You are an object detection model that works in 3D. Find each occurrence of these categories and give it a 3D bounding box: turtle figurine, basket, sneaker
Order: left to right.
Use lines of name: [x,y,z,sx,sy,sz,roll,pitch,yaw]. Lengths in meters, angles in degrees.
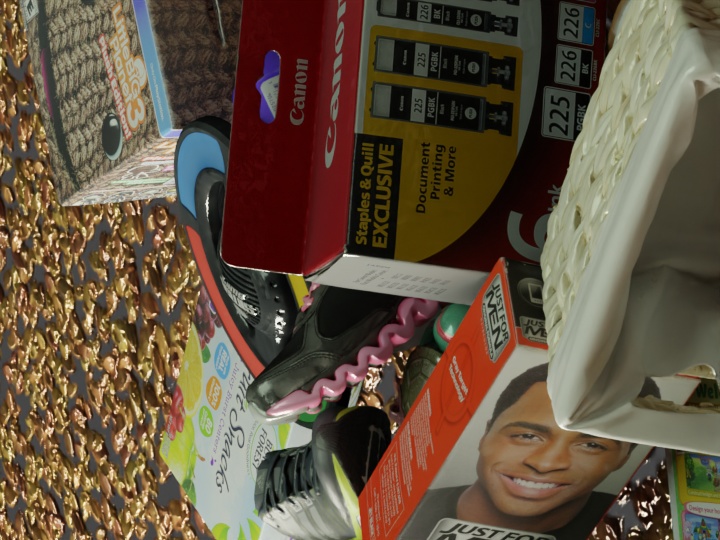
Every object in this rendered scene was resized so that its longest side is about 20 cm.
sneaker: [-0.024,0.130,1.354,0.200,0.081,0.074,89,-174,-67]
sneaker: [0.000,0.000,1.252,0.095,0.200,0.079,47,163,-1]
turtle figurine: [0.065,0.074,1.269,0.150,0.100,0.200,-125,33,-44]
basket: [0.165,-0.032,1.010,0.124,0.135,0.200,-98,21,-54]

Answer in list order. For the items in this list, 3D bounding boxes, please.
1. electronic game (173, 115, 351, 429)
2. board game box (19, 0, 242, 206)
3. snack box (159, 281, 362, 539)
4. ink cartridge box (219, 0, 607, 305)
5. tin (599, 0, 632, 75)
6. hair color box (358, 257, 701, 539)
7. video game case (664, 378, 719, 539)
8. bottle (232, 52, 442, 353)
electronic game: [-0.060,0.002,1.364,0.200,0.042,0.200,51,155,35]
board game box: [-0.141,-0.147,1.555,0.200,0.097,0.160,-26,74,58]
snack box: [-0.066,0.088,1.525,0.142,0.053,0.200,49,136,40]
ink cartridge box: [0.029,-0.091,1.154,0.084,0.175,0.201,148,127,-71]
tin: [0.157,-0.059,1.139,0.112,0.042,0.201,41,130,42]
hair color box: [0.080,0.088,1.153,0.061,0.101,0.200,-96,24,-43]
video game case: [0.218,0.132,1.093,0.200,0.022,0.183,0,96,60]
bottle: [-0.009,-0.044,1.372,0.200,0.083,0.065,64,151,26]
